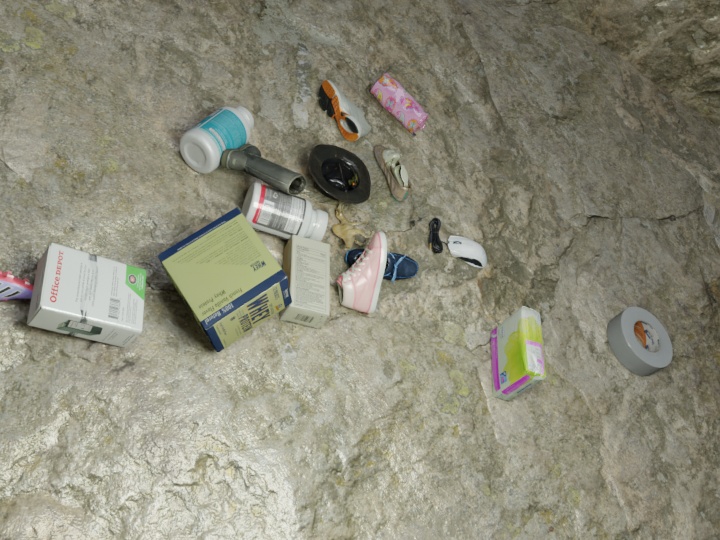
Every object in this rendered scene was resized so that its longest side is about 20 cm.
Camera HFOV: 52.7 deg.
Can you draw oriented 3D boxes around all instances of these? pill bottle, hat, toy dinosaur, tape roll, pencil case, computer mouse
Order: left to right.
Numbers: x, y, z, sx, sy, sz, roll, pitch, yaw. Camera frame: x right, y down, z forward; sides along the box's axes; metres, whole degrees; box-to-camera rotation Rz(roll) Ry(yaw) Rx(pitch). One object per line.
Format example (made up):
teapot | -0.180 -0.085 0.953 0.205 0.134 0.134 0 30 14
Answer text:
pill bottle | -0.348 -0.334 1.802 0.111 0.111 0.200 40 48 0
pill bottle | -0.183 -0.132 1.764 0.198 0.111 0.112 18 52 -20
hat | -0.069 -0.241 1.931 0.199 0.081 0.203 20 53 -29
toy dinosaur | -0.023 -0.091 1.871 0.100 0.059 0.201 9 38 -19
pencil case | 0.122 -0.512 2.230 0.200 0.088 0.087 43 48 1
computer mouse | 0.283 -0.071 2.050 0.198 0.044 0.111 21 50 -18
tape roll | 0.838 0.212 2.180 0.198 0.066 0.202 16 52 -22

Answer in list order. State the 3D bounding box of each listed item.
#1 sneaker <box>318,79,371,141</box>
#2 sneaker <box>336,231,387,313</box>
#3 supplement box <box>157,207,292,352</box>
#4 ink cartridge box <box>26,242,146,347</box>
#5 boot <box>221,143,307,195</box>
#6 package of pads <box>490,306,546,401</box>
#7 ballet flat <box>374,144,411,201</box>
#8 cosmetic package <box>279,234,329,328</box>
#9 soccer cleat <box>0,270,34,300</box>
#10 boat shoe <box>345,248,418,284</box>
sneaker | -0.044 -0.467 2.112 0.092 0.076 0.201 -25 82 -48
sneaker | 0.000 0.000 1.759 0.103 0.075 0.203 10 98 -14
supplement box | -0.279 0.020 1.524 0.199 0.135 0.200 -33 69 -14
ink cartridge box | -0.532 0.050 1.422 0.198 0.084 0.148 20 50 -35
boot | -0.219 -0.247 1.776 0.197 0.074 0.182 16 22 14
package of pads | 0.400 0.210 1.855 0.067 0.155 0.202 18 51 -19
ballet flat | 0.099 -0.293 2.074 0.067 0.067 0.202 -7 63 -35
cosmetic package | -0.130 0.025 1.716 0.104 0.071 0.202 15 53 -21
soccer cleat | -0.719 0.029 1.375 0.198 0.066 0.077 20 88 -29
boat shoe | 0.060 -0.008 1.846 0.197 0.069 0.086 3 94 -19
